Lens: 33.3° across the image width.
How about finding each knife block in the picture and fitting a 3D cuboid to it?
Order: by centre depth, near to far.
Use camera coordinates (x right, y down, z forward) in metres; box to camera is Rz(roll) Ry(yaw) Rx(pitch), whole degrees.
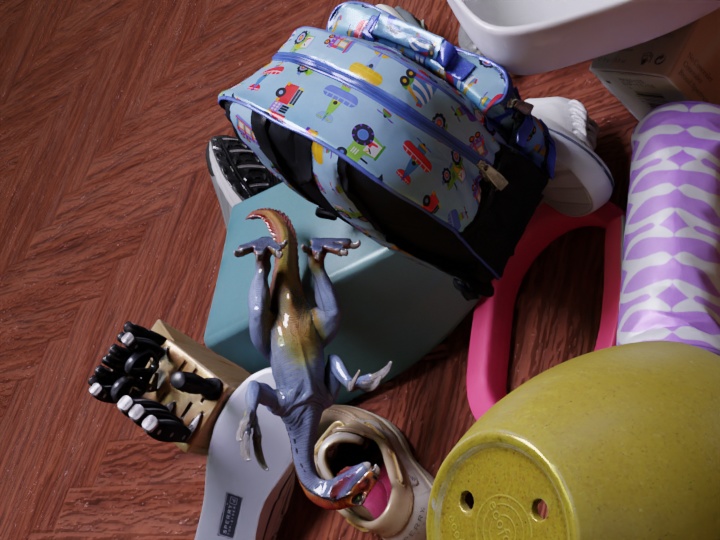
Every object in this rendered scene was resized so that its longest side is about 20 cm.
[{"bbox_3d":[-0.126,0.111,0.969,0.064,0.199,0.175,-55,25,1],"label":"knife block"}]

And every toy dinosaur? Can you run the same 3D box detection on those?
[{"bbox_3d":[-0.030,0.068,0.851,0.103,0.184,0.200,-4,20,0],"label":"toy dinosaur"}]

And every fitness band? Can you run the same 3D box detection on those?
[{"bbox_3d":[0.140,0.034,0.860,0.143,0.037,0.202,-24,44,44],"label":"fitness band"}]

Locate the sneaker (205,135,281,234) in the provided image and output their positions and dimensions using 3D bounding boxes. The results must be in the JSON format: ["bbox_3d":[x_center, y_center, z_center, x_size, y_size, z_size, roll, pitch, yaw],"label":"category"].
[{"bbox_3d":[-0.101,-0.039,1.123,0.079,0.073,0.202,-43,64,39],"label":"sneaker"}]

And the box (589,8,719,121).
[{"bbox_3d":[0.256,-0.200,0.850,0.077,0.095,0.202,20,80,54],"label":"box"}]

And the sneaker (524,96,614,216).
[{"bbox_3d":[0.145,-0.098,0.900,0.071,0.073,0.200,-38,22,-2],"label":"sneaker"}]

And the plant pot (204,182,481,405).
[{"bbox_3d":[0.000,0.000,0.964,0.199,0.141,0.143,-26,44,40],"label":"plant pot"}]

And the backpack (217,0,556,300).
[{"bbox_3d":[0.015,-0.091,0.768,0.182,0.200,0.136,30,90,33],"label":"backpack"}]

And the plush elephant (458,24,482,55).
[{"bbox_3d":[0.170,-0.227,0.938,0.164,0.201,0.155,-34,62,-7],"label":"plush elephant"}]

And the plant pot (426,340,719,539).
[{"bbox_3d":[0.118,0.137,0.638,0.199,0.141,0.203,-6,82,48],"label":"plant pot"}]

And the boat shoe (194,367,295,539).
[{"bbox_3d":[-0.089,0.167,0.970,0.065,0.073,0.202,-28,-39,-75],"label":"boat shoe"}]

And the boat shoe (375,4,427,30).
[{"bbox_3d":[0.062,-0.183,1.110,0.073,0.061,0.201,-65,33,28],"label":"boat shoe"}]

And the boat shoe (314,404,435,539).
[{"bbox_3d":[-0.002,0.146,0.914,0.074,0.069,0.200,-57,33,-2],"label":"boat shoe"}]

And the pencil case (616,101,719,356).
[{"bbox_3d":[0.209,-0.012,0.766,0.084,0.084,0.202,3,61,13],"label":"pencil case"}]

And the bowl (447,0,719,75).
[{"bbox_3d":[0.142,-0.214,0.799,0.198,0.075,0.201,-18,51,-1],"label":"bowl"}]
